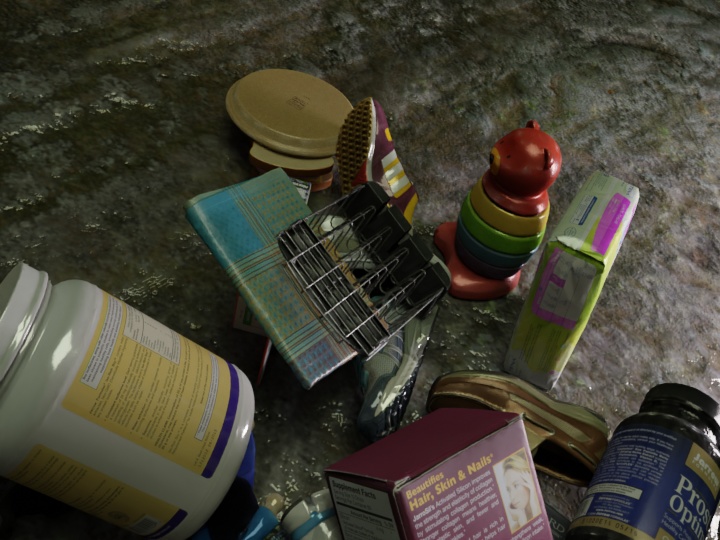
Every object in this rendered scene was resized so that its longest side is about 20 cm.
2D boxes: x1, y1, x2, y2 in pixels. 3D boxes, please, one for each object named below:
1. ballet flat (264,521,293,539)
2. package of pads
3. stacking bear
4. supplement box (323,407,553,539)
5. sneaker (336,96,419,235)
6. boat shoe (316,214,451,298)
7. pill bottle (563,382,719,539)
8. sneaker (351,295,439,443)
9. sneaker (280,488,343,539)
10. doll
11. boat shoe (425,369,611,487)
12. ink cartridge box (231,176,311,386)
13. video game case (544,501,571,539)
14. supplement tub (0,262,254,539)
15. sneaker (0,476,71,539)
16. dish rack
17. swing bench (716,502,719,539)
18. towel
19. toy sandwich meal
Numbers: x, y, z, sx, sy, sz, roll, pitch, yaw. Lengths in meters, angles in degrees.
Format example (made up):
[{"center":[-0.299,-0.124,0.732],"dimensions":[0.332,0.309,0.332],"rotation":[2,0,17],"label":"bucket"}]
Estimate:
[{"center":[-0.035,0.281,0.643],"dimensions":[0.073,0.075,0.202],"rotation":[-14,54,-30],"label":"ballet flat"},{"center":[0.228,0.016,0.901],"dimensions":[0.067,0.203,0.155],"rotation":[25,43,17],"label":"package of pads"},{"center":[0.171,-0.076,0.971],"dimensions":[0.111,0.202,0.123],"rotation":[7,44,-12],"label":"stacking bear"},{"center":[0.070,0.223,0.615],"dimensions":[0.129,0.102,0.205],"rotation":[-18,95,-33],"label":"supplement box"},{"center":[0.026,-0.113,1.024],"dimensions":[0.089,0.074,0.205],"rotation":[12,69,-38],"label":"sneaker"},{"center":[0.019,0.001,0.917],"dimensions":[0.199,0.074,0.066],"rotation":[22,61,-36],"label":"boat shoe"},{"center":[0.273,0.207,0.770],"dimensions":[0.110,0.113,0.201],"rotation":[31,56,13],"label":"pill bottle"},{"center":[0.018,0.097,0.849],"dimensions":[0.084,0.079,0.201],"rotation":[18,34,7],"label":"sneaker"},{"center":[0.030,0.222,0.694],"dimensions":[0.196,0.075,0.088],"rotation":[-5,59,-35],"label":"sneaker"},{"center":[-0.123,0.200,0.667],"dimensions":[0.134,0.049,0.202],"rotation":[-27,32,9],"label":"doll"},{"center":[0.161,0.161,0.827],"dimensions":[0.195,0.076,0.075],"rotation":[17,46,-2],"label":"boat shoe"},{"center":[-0.099,0.005,0.860],"dimensions":[0.049,0.110,0.203],"rotation":[15,44,-4],"label":"ink cartridge box"},{"center":[0.103,0.263,0.746],"dimensions":[0.142,0.019,0.200],"rotation":[35,45,14],"label":"video game case"},{"center":[-0.193,0.099,0.613],"dimensions":[0.198,0.145,0.147],"rotation":[34,37,-26],"label":"supplement tub"},{"center":[-0.251,0.148,0.695],"dimensions":[0.098,0.071,0.200],"rotation":[42,44,12],"label":"sneaker"},{"center":[0.000,0.000,0.794],"dimensions":[0.154,0.054,0.199],"rotation":[51,38,3],"label":"dish rack"},{"center":[0.361,0.285,0.693],"dimensions":[0.201,0.130,0.198],"rotation":[50,47,1],"label":"swing bench"},{"center":[-0.067,0.002,0.783],"dimensions":[0.202,0.022,0.146],"rotation":[56,38,6],"label":"towel"},{"center":[-0.089,-0.187,1.088],"dimensions":[0.200,0.071,0.208],"rotation":[12,41,-10],"label":"toy sandwich meal"}]
